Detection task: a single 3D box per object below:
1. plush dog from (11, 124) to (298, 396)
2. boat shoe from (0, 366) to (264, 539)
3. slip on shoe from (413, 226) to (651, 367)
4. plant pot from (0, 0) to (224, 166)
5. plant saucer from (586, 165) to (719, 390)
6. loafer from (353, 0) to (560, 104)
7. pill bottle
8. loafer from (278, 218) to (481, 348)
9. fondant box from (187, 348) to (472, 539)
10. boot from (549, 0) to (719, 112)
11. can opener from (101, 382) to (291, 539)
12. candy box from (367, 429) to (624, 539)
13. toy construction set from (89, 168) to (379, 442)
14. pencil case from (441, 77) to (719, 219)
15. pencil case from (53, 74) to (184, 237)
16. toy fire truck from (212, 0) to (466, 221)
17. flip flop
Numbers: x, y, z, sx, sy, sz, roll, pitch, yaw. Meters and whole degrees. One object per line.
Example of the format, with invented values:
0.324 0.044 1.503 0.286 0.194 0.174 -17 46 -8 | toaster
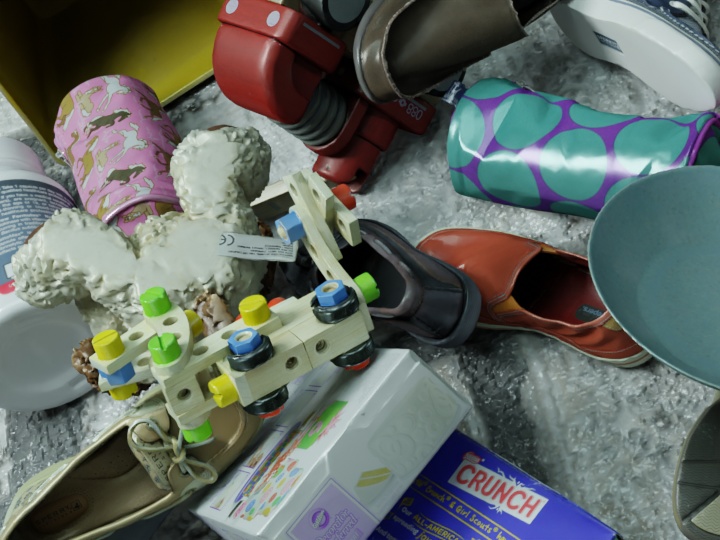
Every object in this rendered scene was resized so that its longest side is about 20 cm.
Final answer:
-0.119 0.018 1.461 0.200 0.172 0.161 -33 72 -11 | plush dog
-0.147 0.132 1.371 0.200 0.073 0.063 -35 7 15 | boat shoe
0.111 0.007 1.413 0.200 0.061 0.074 21 71 39 | slip on shoe
-0.225 -0.243 1.700 0.200 0.200 0.176 -33 36 3 | plant pot
0.234 0.016 1.294 0.201 0.039 0.201 5 45 -5 | plant saucer
0.078 -0.183 1.466 0.200 0.073 0.071 -39 30 -25 | loafer
-0.258 -0.004 1.580 0.120 0.120 0.200 -30 48 6 | pill bottle
0.000 0.000 1.449 0.200 0.063 0.072 21 92 50 | loafer
-0.024 0.119 1.335 0.144 0.058 0.200 -50 11 -12 | fondant box
0.215 -0.180 1.471 0.090 0.073 0.200 -39 36 -7 | boot
-0.105 0.131 1.442 0.200 0.067 0.053 -53 5 -2 | can opener
0.049 0.212 1.286 0.169 0.077 0.200 31 76 41 | candy box
-0.066 0.028 1.313 0.200 0.092 0.131 -41 32 -9 | toy construction set
0.154 -0.080 1.437 0.200 0.085 0.092 14 73 35 | pencil case
-0.173 -0.069 1.585 0.087 0.083 0.200 -61 30 22 | pencil case
-0.048 -0.114 1.526 0.129 0.176 0.200 23 86 45 | toy fire truck
0.236 0.095 1.285 0.081 0.058 0.200 19 47 2 | flip flop
